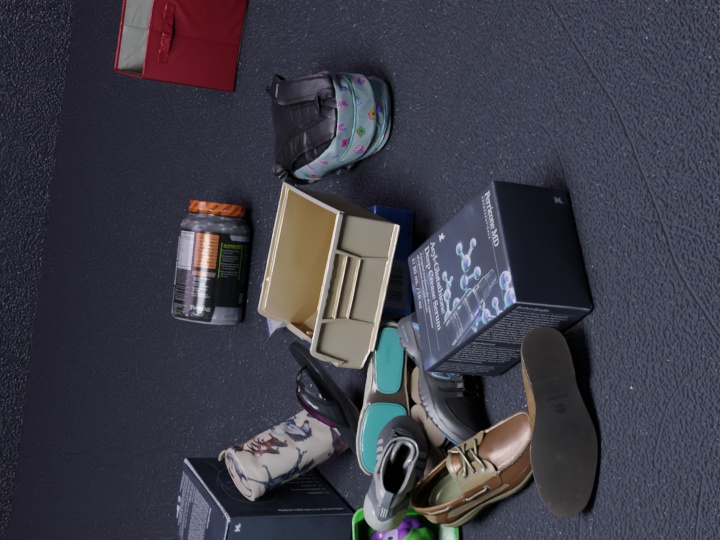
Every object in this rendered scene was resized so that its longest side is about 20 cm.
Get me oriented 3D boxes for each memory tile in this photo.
[{"bbox_3d":[0.067,0.199,1.793,0.199,0.017,0.156,-5,81,63],"label":"memory tile"}]

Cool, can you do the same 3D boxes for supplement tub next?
[{"bbox_3d":[-0.251,-0.014,2.324,0.122,0.121,0.203,10,94,62],"label":"supplement tub"}]

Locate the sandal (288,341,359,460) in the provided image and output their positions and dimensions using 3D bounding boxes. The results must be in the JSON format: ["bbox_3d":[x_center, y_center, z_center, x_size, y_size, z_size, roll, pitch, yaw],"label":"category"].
[{"bbox_3d":[-0.042,0.186,1.822,0.202,0.048,0.075,57,162,-3],"label":"sandal"}]

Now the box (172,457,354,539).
[{"bbox_3d":[-0.141,0.361,1.966,0.196,0.198,0.126,32,115,60],"label":"box"}]

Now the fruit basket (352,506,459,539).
[{"bbox_3d":[0.069,0.383,1.639,0.216,0.153,0.219,-179,90,-79],"label":"fruit basket"}]

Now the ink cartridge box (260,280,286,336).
[{"bbox_3d":[-0.094,0.011,2.109,0.200,0.039,0.100,-49,44,46],"label":"ink cartridge box"}]

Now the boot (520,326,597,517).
[{"bbox_3d":[0.212,0.165,1.491,0.076,0.073,0.203,87,176,-79],"label":"boot"}]

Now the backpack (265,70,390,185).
[{"bbox_3d":[-0.046,-0.216,1.966,0.199,0.125,0.169,-18,81,59],"label":"backpack"}]

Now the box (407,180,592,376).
[{"bbox_3d":[0.153,0.014,1.564,0.200,0.106,0.150,-43,48,51],"label":"box"}]

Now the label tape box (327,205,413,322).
[{"bbox_3d":[0.000,0.000,1.906,0.200,0.065,0.145,162,111,-63],"label":"label tape box"}]

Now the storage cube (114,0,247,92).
[{"bbox_3d":[-0.325,-0.425,2.477,0.200,0.178,0.173,25,107,62],"label":"storage cube"}]

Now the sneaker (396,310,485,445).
[{"bbox_3d":[0.110,0.123,1.663,0.082,0.073,0.202,-37,60,24],"label":"sneaker"}]

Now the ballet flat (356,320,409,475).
[{"bbox_3d":[0.035,0.167,1.798,0.062,0.067,0.203,86,-168,-88],"label":"ballet flat"}]

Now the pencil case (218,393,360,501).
[{"bbox_3d":[-0.094,0.239,1.904,0.090,0.198,0.078,51,160,33],"label":"pencil case"}]

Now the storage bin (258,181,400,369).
[{"bbox_3d":[-0.047,0.005,1.820,0.200,0.093,0.201,30,110,62],"label":"storage bin"}]

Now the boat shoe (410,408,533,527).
[{"bbox_3d":[0.133,0.231,1.577,0.200,0.073,0.076,-49,43,31],"label":"boat shoe"}]

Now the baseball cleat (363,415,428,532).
[{"bbox_3d":[0.053,0.224,1.664,0.201,0.069,0.107,-76,3,-55],"label":"baseball cleat"}]
